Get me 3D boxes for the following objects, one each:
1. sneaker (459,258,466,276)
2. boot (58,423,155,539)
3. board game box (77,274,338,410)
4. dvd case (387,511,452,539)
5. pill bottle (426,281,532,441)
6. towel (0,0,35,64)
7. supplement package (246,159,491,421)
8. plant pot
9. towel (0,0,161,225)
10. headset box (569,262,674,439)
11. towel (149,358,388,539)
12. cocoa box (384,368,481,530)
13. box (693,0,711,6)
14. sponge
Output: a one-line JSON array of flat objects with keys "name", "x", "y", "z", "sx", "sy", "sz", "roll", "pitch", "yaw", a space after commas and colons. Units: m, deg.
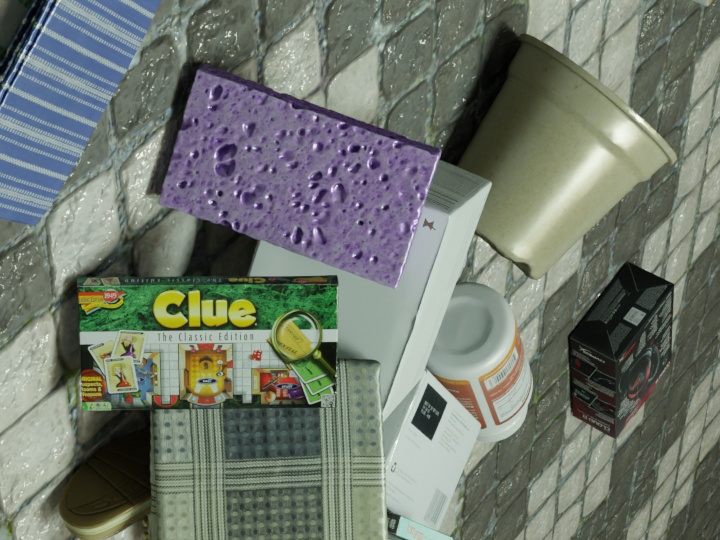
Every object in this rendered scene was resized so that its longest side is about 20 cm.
[{"name": "sneaker", "x": 0.054, "y": 0.015, "z": 1.762, "sx": 0.071, "sy": 0.073, "sz": 0.202, "roll": -36, "pitch": 143, "yaw": -48}, {"name": "boot", "x": -0.174, "y": 0.201, "z": 1.527, "sx": 0.200, "sy": 0.072, "sz": 0.156, "roll": -39, "pitch": 147, "yaw": -40}, {"name": "board game box", "x": -0.116, "y": 0.056, "z": 1.370, "sx": 0.023, "sy": 0.197, "sz": 0.106, "roll": -101, "pitch": -169, "yaw": -71}, {"name": "dvd case", "x": -0.027, "y": 0.221, "z": 1.662, "sx": 0.146, "sy": 0.198, "sz": 0.022, "roll": 37, "pitch": 67, "yaw": -64}, {"name": "pill bottle", "x": 0.125, "y": 0.105, "z": 1.929, "sx": 0.113, "sy": 0.112, "sz": 0.200, "roll": -54, "pitch": 153, "yaw": -17}, {"name": "towel", "x": -0.248, "y": -0.172, "z": 1.106, "sx": 0.201, "sy": 0.023, "sz": 0.153, "roll": -59, "pitch": 154, "yaw": -9}, {"name": "supplement package", "x": 0.000, "y": 0.000, "z": 1.515, "sx": 0.200, "sy": 0.146, "sz": 0.193, "roll": -36, "pitch": 146, "yaw": -73}, {"name": "plant pot", "x": 0.181, "y": -0.100, "z": 1.783, "sx": 0.184, "sy": 0.200, "sz": 0.200, "roll": -52, "pitch": 153, "yaw": 2}, {"name": "towel", "x": -0.206, "y": -0.127, "z": 1.203, "sx": 0.201, "sy": 0.024, "sz": 0.145, "roll": -60, "pitch": 163, "yaw": 4}, {"name": "headset box", "x": 0.347, "y": 0.114, "z": 2.375, "sx": 0.149, "sy": 0.075, "sz": 0.201, "roll": -49, "pitch": 150, "yaw": -26}, {"name": "towel", "x": -0.074, "y": 0.168, "z": 1.429, "sx": 0.035, "sy": 0.190, "sz": 0.203, "roll": -111, "pitch": -160, "yaw": -80}, {"name": "cocoa box", "x": 0.013, "y": 0.161, "z": 1.745, "sx": 0.134, "sy": 0.130, "sz": 0.200, "roll": -66, "pitch": 155, "yaw": -11}, {"name": "box", "x": 0.355, "y": -0.410, "z": 1.883, "sx": 0.153, "sy": 0.106, "sz": 0.201, "roll": -52, "pitch": 152, "yaw": -20}, {"name": "sponge", "x": -0.046, "y": -0.072, "z": 1.376, "sx": 0.030, "sy": 0.198, "sz": 0.113, "roll": -72, "pitch": -179, "yaw": -74}]
